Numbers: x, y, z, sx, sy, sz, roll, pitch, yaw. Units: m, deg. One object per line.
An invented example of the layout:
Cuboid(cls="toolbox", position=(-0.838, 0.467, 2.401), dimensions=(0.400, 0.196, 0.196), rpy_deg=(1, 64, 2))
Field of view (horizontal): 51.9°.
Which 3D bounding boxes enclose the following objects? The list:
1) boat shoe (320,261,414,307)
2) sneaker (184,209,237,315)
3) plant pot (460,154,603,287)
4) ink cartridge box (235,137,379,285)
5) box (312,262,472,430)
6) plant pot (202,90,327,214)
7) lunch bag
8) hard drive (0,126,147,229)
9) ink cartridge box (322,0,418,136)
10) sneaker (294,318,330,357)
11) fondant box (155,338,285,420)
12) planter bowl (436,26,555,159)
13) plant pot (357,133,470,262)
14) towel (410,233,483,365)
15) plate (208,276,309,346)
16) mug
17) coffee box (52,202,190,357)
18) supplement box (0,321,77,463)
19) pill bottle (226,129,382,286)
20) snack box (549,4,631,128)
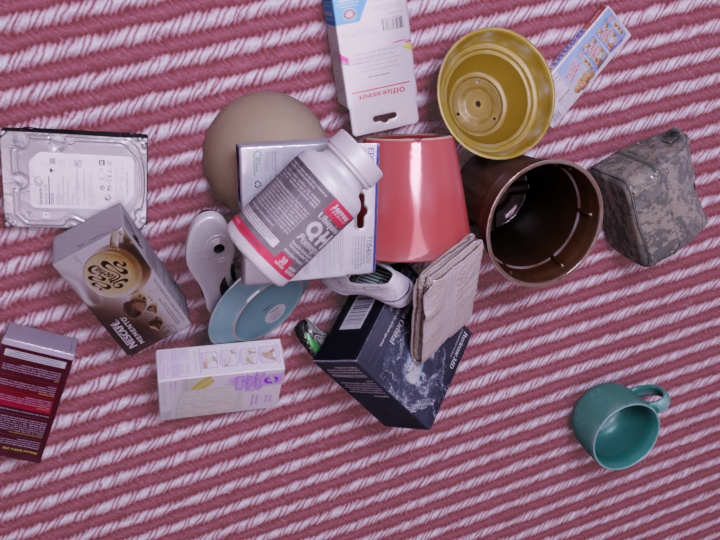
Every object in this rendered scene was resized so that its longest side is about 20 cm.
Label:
Cuboid(cls="boat shoe", position=(0.000, 0.000, 1.170), dimensions=(0.067, 0.198, 0.074), rpy_deg=(47, 65, -43))
Cuboid(cls="sneaker", position=(-0.231, -0.032, 1.121), dimensions=(0.072, 0.112, 0.202), rpy_deg=(-13, 135, -14))
Cuboid(cls="plant pot", position=(0.255, -0.104, 1.205), dimensions=(0.197, 0.198, 0.203), rpy_deg=(-6, 112, -14))
Cuboid(cls="ink cartridge box", position=(-0.074, -0.084, 1.046), dimensions=(0.197, 0.041, 0.202), rpy_deg=(-4, 112, -16))
Cuboid(cls="box", position=(0.059, 0.126, 1.233), dimensions=(0.200, 0.117, 0.198), rpy_deg=(45, 58, -28))
Cuboid(cls="plant pot", position=(-0.129, -0.153, 1.099), dimensions=(0.197, 0.135, 0.203), rpy_deg=(-6, 114, -15))
Cuboid(cls="lunch bag", position=(0.523, -0.130, 1.311), dimensions=(0.166, 0.140, 0.202), rpy_deg=(-29, 117, -4))
Cuboid(cls="hard drive", position=(-0.411, -0.132, 1.073), dimensions=(0.197, 0.038, 0.142), rpy_deg=(1, 110, -17))
Cuboid(cls="ink cartridge box", position=(0.017, -0.317, 1.116), dimensions=(0.114, 0.068, 0.203), rpy_deg=(-14, 114, -12))
Cuboid(cls="sneaker", position=(-0.032, 0.131, 1.285), dimensions=(0.199, 0.078, 0.086), rpy_deg=(34, 92, -35))
Cuboid(cls="fondant box", position=(-0.230, 0.179, 1.205), dimensions=(0.197, 0.059, 0.145), rpy_deg=(-5, 147, -16))
Cuboid(cls="planter bowl", position=(0.200, -0.271, 1.170), dimensions=(0.197, 0.083, 0.204), rpy_deg=(0, 90, -15))
Cuboid(cls="plant pot", position=(0.076, -0.120, 1.156), dimensions=(0.198, 0.200, 0.180), rpy_deg=(-5, 105, -15))
Cuboid(cls="towel", position=(0.131, 0.047, 1.126), dimensions=(0.132, 0.034, 0.201), rpy_deg=(-37, 146, -27))
Cuboid(cls="plate", position=(-0.151, 0.055, 1.170), dimensions=(0.199, 0.026, 0.201), rpy_deg=(-36, 154, -21))
Cuboid(cls="mug", position=(0.520, 0.304, 1.498), dimensions=(0.182, 0.114, 0.154), rpy_deg=(-5, 112, -16))
Cuboid(cls="coffee box", position=(-0.352, 0.017, 1.104), dimensions=(0.112, 0.080, 0.201), rpy_deg=(-27, 128, -3))
Cuboid(cls="supplement box", position=(-0.524, 0.193, 1.153), dimensions=(0.108, 0.061, 0.202), rpy_deg=(18, 104, -22))
Cuboid(cls="pill bottle", position=(-0.069, -0.085, 0.962), dimensions=(0.200, 0.111, 0.111), rpy_deg=(-44, 117, 2))
Cuboid(cls="snack box", position=(0.363, -0.341, 1.241), dimensions=(0.072, 0.024, 0.201), rpy_deg=(37, 97, -25))
